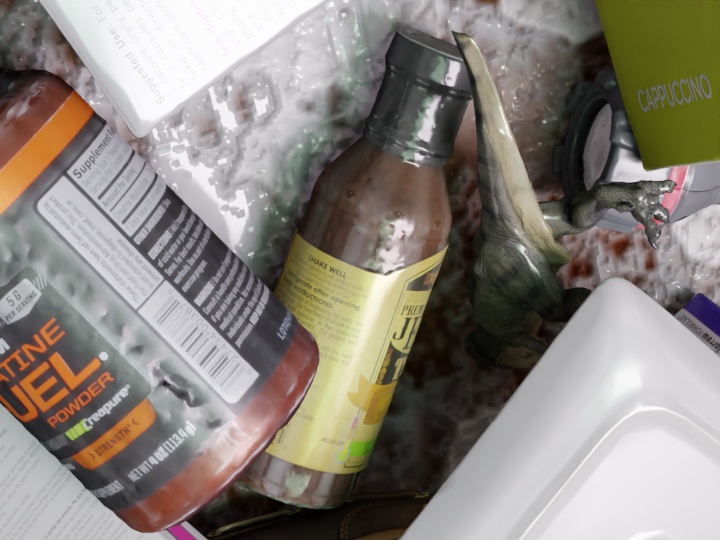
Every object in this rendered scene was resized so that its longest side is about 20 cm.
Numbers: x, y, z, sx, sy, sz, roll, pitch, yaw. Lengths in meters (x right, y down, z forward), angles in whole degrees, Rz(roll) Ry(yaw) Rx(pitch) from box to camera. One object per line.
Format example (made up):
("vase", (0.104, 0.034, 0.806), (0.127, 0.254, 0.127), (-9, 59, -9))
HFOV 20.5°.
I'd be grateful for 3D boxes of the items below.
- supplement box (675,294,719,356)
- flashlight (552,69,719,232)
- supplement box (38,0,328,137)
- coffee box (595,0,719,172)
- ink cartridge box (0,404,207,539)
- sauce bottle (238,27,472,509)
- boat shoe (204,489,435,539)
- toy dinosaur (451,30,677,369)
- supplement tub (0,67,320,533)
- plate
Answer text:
("supplement box", (0.124, 0.126, 0.891), (0.200, 0.101, 0.103), (-41, 116, 1))
("flashlight", (0.186, -0.037, 0.874), (0.198, 0.068, 0.068), (11, 72, -16))
("supplement box", (-0.039, -0.156, 0.743), (0.199, 0.101, 0.104), (-38, 116, -2))
("coffee box", (0.194, -0.159, 0.732), (0.196, 0.200, 0.202), (-17, 94, -11))
("ink cartridge box", (-0.119, 0.128, 0.823), (0.200, 0.037, 0.095), (41, 105, 0))
("sauce bottle", (0.000, 0.000, 0.833), (0.064, 0.065, 0.201), (14, 106, -22))
("boat shoe", (-0.046, 0.144, 0.866), (0.198, 0.070, 0.071), (-13, 107, 10))
("toy dinosaur", (0.080, -0.008, 0.812), (0.087, 0.048, 0.201), (13, 141, 17))
("supplement tub", (-0.117, -0.001, 0.762), (0.107, 0.107, 0.200), (-44, 101, 2))
("plate", (0.113, 0.135, 0.809), (0.199, 0.032, 0.200), (36, 96, -25))
